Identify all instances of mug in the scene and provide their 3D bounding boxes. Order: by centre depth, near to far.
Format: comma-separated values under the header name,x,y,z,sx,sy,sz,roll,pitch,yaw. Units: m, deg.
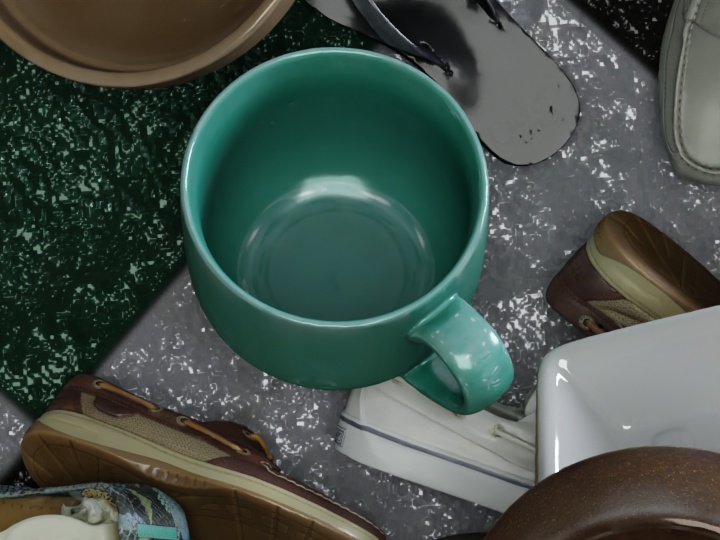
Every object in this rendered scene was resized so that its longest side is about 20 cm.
name,x,y,z,sx,sy,sz,roll,pitch,yaw
mug,-0.011,-0.003,1.247,0.151,0.115,0.186,-5,65,-3

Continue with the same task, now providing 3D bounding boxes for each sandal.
name,x,y,z,sx,sy,sz,roll,pitch,yaw
sandal,0.036,-0.137,1.302,0.200,0.043,0.076,39,90,-1

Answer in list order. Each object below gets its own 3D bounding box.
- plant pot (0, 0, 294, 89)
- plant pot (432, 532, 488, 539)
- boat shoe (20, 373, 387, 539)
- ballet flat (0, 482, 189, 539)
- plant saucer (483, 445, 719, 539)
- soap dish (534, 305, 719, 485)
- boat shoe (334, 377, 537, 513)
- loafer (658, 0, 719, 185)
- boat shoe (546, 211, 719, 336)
name,x,y,z,sx,sy,sz,roll,pitch,yaw
plant pot,-0.104,-0.188,1.264,0.200,0.093,0.202,-1,88,16
plant pot,0.065,0.238,1.240,0.199,0.174,0.201,0,90,0
boat shoe,-0.071,0.105,1.284,0.199,0.072,0.072,19,45,12
ballet flat,-0.184,0.138,1.256,0.199,0.074,0.075,-12,90,21
plant saucer,0.135,0.178,1.107,0.199,0.034,0.201,3,103,13
soap dish,0.181,0.093,1.181,0.199,0.081,0.158,-15,48,21
boat shoe,0.089,0.091,1.293,0.199,0.072,0.066,18,95,7
loafer,0.198,-0.143,1.291,0.070,0.070,0.201,11,90,-1
boat shoe,0.182,0.058,1.294,0.200,0.072,0.072,39,116,-7
